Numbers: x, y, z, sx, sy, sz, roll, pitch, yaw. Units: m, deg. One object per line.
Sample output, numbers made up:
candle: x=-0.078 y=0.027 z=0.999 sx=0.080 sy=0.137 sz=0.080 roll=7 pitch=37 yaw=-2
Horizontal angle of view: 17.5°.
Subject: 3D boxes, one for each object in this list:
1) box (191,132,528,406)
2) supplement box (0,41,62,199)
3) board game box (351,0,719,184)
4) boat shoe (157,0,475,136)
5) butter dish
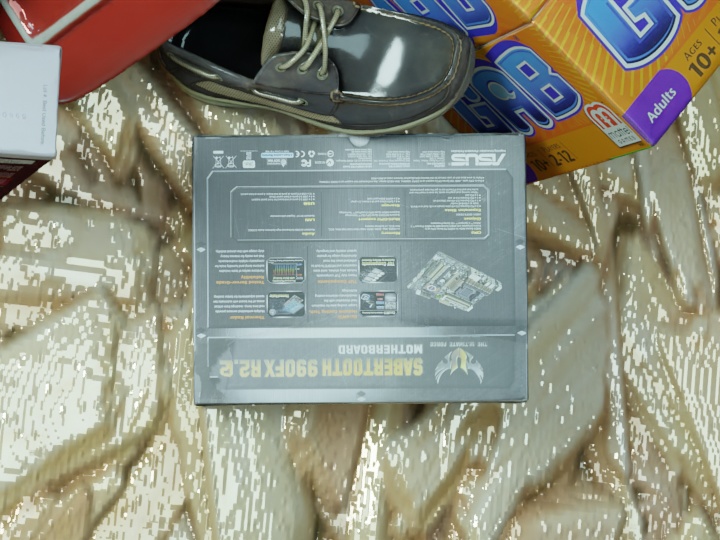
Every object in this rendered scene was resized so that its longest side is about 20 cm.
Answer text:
box: x=0.000 y=0.000 z=1.379 sx=0.198 sy=0.048 sz=0.160 roll=-1 pitch=87 yaw=-1
supplement box: x=-0.231 y=-0.079 z=1.256 sx=0.108 sy=0.200 sz=0.061 roll=4 pitch=82 yaw=-19
board game box: x=0.121 y=-0.199 z=1.389 sx=0.200 sy=0.200 sz=0.200 roll=44 pitch=73 yaw=-11
boat shoe: x=-0.033 y=-0.122 z=1.342 sx=0.199 sy=0.073 sz=0.075 roll=3 pitch=80 yaw=24
butter dish: x=-0.140 y=-0.228 z=1.330 sx=0.148 sy=0.200 sz=0.200 roll=-36 pitch=96 yaw=-42
